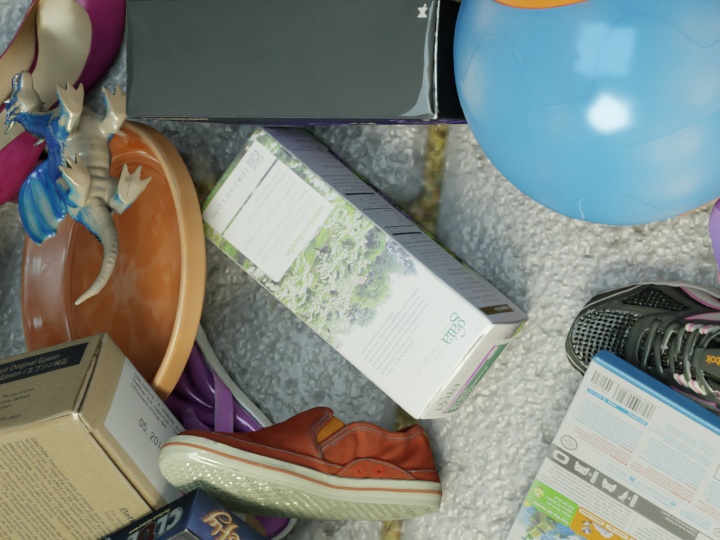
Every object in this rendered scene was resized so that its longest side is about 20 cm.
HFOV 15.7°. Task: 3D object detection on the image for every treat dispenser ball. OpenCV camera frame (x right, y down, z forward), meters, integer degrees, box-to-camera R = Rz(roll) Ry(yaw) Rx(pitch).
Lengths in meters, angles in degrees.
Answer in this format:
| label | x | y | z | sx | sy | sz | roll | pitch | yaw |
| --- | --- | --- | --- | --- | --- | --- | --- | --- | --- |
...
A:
| label | x | y | z | sx | sy | sz | roll | pitch | yaw |
| --- | --- | --- | --- | --- | --- | --- | --- | --- | --- |
| treat dispenser ball | 0.155 | -0.126 | 1.523 | 0.201 | 0.201 | 0.201 | 0 | 90 | 18 |

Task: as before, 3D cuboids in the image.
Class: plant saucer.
| label | x | y | z | sx | sy | sz | roll | pitch | yaw |
| --- | --- | --- | --- | --- | --- | --- | --- | --- | --- |
| plant saucer | -0.155 | 0.004 | 1.669 | 0.200 | 0.032 | 0.200 | -8 | 80 | 53 |

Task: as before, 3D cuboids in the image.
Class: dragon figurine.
| label | x | y | z | sx | sy | sz | roll | pitch | yaw |
| --- | --- | --- | --- | --- | --- | --- | --- | --- | --- |
| dragon figurine | -0.176 | -0.050 | 1.619 | 0.099 | 0.059 | 0.200 | 127 | 136 | -51 |

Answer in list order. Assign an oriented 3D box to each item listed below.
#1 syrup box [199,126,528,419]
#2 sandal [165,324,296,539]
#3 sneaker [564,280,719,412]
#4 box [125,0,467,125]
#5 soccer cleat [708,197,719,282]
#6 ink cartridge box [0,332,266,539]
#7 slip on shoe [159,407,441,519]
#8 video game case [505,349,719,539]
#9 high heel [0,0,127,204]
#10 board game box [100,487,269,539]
| label | x | y | z | sx | sy | sz | roll | pitch | yaw |
| --- | --- | --- | --- | --- | --- | --- | --- | --- | --- |
| syrup box | 0.000 | 0.000 | 1.636 | 0.200 | 0.081 | 0.079 | 40 | 104 | 14 |
| sandal | -0.114 | 0.093 | 1.690 | 0.082 | 0.050 | 0.203 | -36 | 78 | 15 |
| sneaker | 0.218 | 0.050 | 1.561 | 0.200 | 0.086 | 0.080 | 7 | 90 | 19 |
| box | -0.027 | -0.128 | 1.615 | 0.200 | 0.141 | 0.079 | 1 | 90 | 19 |
| soccer cleat | 0.239 | 0.035 | 1.480 | 0.200 | 0.076 | 0.067 | 65 | 150 | 29 |
| ink cartridge box | -0.179 | 0.142 | 1.630 | 0.165 | 0.075 | 0.200 | -14 | 129 | 27 |
| slip on shoe | -0.037 | 0.115 | 1.597 | 0.074 | 0.200 | 0.061 | -25 | 63 | 50 |
| video game case | 0.165 | 0.165 | 1.583 | 0.143 | 0.018 | 0.200 | 31 | 118 | 15 |
| high heel | -0.211 | -0.132 | 1.698 | 0.067 | 0.096 | 0.200 | 21 | 96 | 17 |
| board game box | -0.119 | 0.216 | 1.609 | 0.135 | 0.035 | 0.200 | 39 | 133 | -24 |
